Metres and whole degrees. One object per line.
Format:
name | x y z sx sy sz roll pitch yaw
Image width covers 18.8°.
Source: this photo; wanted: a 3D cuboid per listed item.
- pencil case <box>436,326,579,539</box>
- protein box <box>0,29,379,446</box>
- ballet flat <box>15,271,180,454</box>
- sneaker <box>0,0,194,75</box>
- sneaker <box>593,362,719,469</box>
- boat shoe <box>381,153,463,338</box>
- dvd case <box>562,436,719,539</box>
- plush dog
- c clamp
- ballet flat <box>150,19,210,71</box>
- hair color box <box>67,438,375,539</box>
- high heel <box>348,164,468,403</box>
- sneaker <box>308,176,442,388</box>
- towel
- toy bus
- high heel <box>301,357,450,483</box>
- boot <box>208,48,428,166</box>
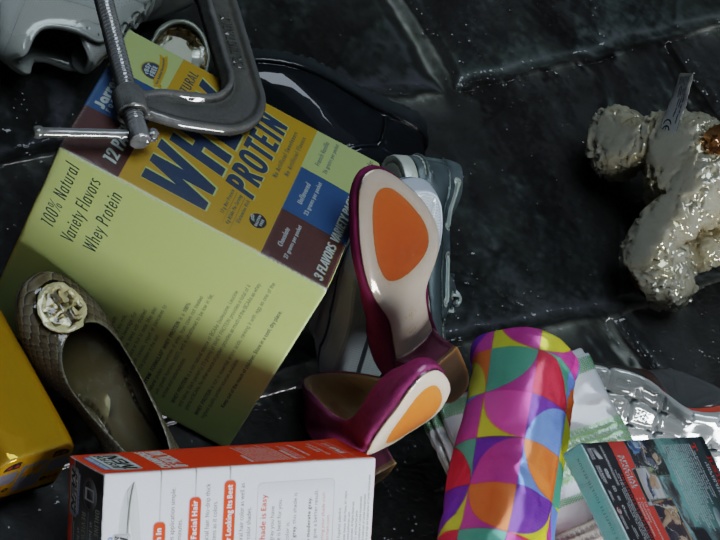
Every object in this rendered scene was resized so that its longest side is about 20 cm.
pencil case | 0.101 0.137 1.520 0.088 0.088 0.201 20 58 -13
protein box | -0.127 -0.020 1.529 0.199 0.199 0.135 28 45 -5
ballet flat | -0.167 0.088 1.473 0.067 0.046 0.201 -34 101 -33
sneaker | -0.206 -0.194 1.714 0.199 0.076 0.092 -15 57 -28
sneaker | 0.234 0.112 1.725 0.199 0.077 0.082 18 21 -16
boat shoe | 0.054 0.012 1.639 0.061 0.073 0.201 -5 92 -27
dvd case | 0.229 0.188 1.561 0.200 0.022 0.147 2 58 -56
plush dog | 0.305 -0.065 1.855 0.171 0.160 0.201 24 42 -47
c clamp | -0.145 -0.157 1.475 0.170 0.027 0.201 8 48 -24
ballet flat | -0.161 -0.119 1.685 0.067 0.064 0.201 22 47 -12
hair color box | -0.093 0.176 1.449 0.199 0.064 0.112 0 98 -30
high heel | 0.012 0.003 1.507 0.067 0.201 0.096 -32 36 -23
sneaker | 0.000 0.000 1.587 0.073 0.201 0.071 -8 48 -32
towel | 0.148 0.162 1.579 0.148 0.031 0.201 -19 69 -22
toy bus | -0.272 0.061 1.469 0.065 0.078 0.201 -16 63 -36
high heel | 0.004 0.081 1.523 0.067 0.200 0.096 -28 75 -18
boot | -0.028 -0.076 1.712 0.199 0.076 0.169 19 43 -22
